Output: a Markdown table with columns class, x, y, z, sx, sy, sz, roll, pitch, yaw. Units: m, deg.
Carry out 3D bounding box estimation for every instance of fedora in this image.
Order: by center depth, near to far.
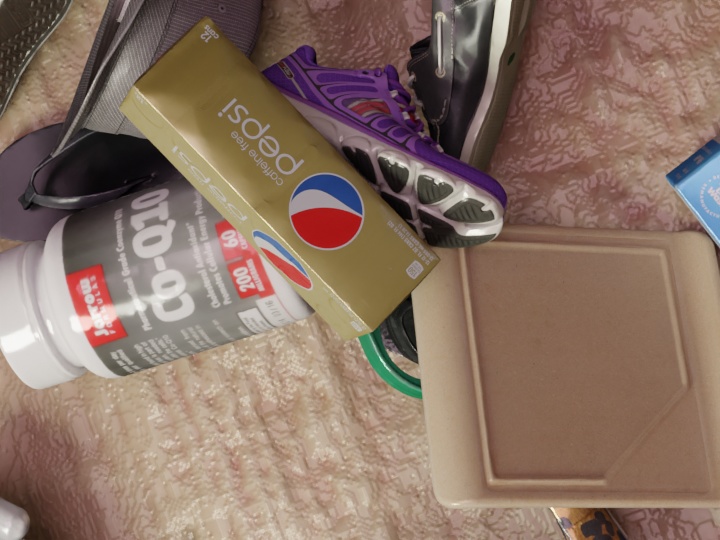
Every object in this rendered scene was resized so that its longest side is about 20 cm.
| class | x | y | z | sx | sy | sz | roll | pitch | yaw |
| --- | --- | --- | --- | --- | --- | --- | --- | --- | --- |
| fedora | -0.121 | -0.148 | 1.187 | 0.090 | 0.200 | 0.177 | 23 | 138 | -14 |

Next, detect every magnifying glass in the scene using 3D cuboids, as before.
| class | x | y | z | sx | sy | sz | roll | pitch | yaw |
| --- | --- | --- | --- | --- | --- | --- | --- | --- | --- |
| magnifying glass | 0.000 | 0.000 | 1.140 | 0.200 | 0.022 | 0.080 | 43 | 65 | -6 |

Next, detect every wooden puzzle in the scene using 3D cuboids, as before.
| class | x | y | z | sx | sy | sz | roll | pitch | yaw |
| --- | --- | --- | --- | --- | --- | --- | --- | --- | --- |
| wooden puzzle | 0.133 | 0.059 | 1.132 | 0.199 | 0.037 | 0.186 | 0 | 65 | -12 |

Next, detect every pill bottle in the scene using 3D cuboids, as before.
| class | x | y | z | sx | sy | sz | roll | pitch | yaw |
| --- | --- | --- | --- | --- | --- | --- | --- | --- | --- |
| pill bottle | -0.136 | 0.005 | 1.204 | 0.199 | 0.114 | 0.114 | -18 | 86 | 11 |

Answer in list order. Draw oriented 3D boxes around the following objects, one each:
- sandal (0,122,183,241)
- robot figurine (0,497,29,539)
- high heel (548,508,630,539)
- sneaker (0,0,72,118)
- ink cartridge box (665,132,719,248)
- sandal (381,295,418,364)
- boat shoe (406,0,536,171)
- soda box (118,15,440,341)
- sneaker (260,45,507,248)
| class | x | y | z | sx | sy | sz | roll | pitch | yaw |
| --- | --- | --- | --- | --- | --- | --- | --- | --- | --- |
| sandal | -0.173 | -0.074 | 1.249 | 0.199 | 0.043 | 0.076 | -17 | 86 | 11 |
| robot figurine | -0.273 | 0.223 | 1.231 | 0.199 | 0.113 | 0.170 | 21 | 102 | 11 |
| high heel | 0.113 | 0.171 | 1.154 | 0.142 | 0.071 | 0.201 | 18 | 84 | -7 |
| sneaker | -0.274 | -0.154 | 1.271 | 0.200 | 0.073 | 0.085 | -44 | 46 | 16 |
| ink cartridge box | 0.303 | -0.073 | 1.128 | 0.200 | 0.068 | 0.116 | -39 | 94 | 9 |
| sandal | 0.070 | 0.044 | 1.194 | 0.200 | 0.048 | 0.075 | 33 | 96 | 9 |
| boat shoe | 0.063 | -0.124 | 1.168 | 0.067 | 0.072 | 0.201 | 18 | 119 | 15 |
| soda box | -0.049 | -0.052 | 1.085 | 0.200 | 0.068 | 0.064 | 45 | 75 | -6 |
| sneaker | 0.014 | -0.087 | 1.135 | 0.200 | 0.081 | 0.083 | 33 | 67 | 27 |
